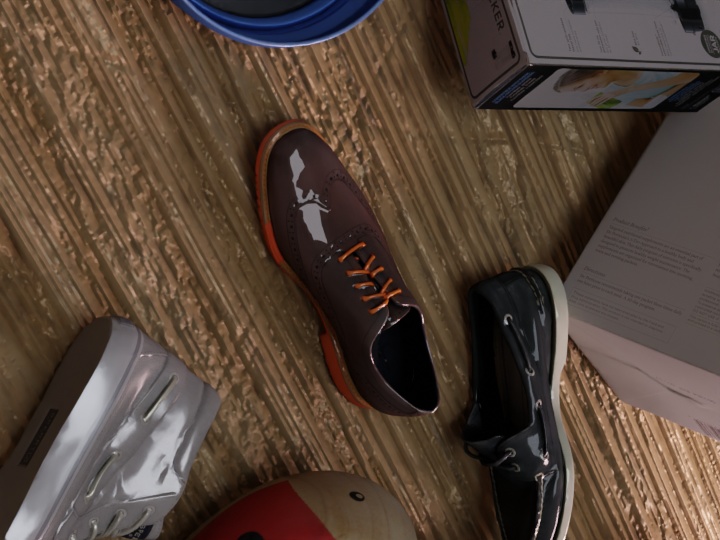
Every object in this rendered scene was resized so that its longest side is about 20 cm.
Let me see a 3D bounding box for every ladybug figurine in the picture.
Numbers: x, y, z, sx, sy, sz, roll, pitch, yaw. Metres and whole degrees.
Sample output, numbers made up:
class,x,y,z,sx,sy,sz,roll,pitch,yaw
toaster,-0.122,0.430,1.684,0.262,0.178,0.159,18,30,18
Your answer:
class,x,y,z,sx,sy,sz,roll,pitch,yaw
ladybug figurine,-0.052,0.202,0.938,0.200,0.072,0.136,-43,86,-5

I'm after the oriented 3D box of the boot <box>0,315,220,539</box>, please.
class,x,y,z,sx,sy,sz,roll,pitch,yaw
boot,-0.150,0.132,0.886,0.095,0.073,0.201,37,76,-27

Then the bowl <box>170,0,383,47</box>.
class,x,y,z,sx,sy,sz,roll,pitch,yaw
bowl,-0.051,-0.228,0.911,0.199,0.039,0.203,-8,103,-35

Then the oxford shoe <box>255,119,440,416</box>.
class,x,y,z,sx,sy,sz,roll,pitch,yaw
oxford shoe,0.000,0.000,0.970,0.071,0.072,0.201,-37,118,-23

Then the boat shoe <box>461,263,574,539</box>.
class,x,y,z,sx,sy,sz,roll,pitch,yaw
boat shoe,0.097,0.098,1.058,0.066,0.074,0.202,-3,100,-33

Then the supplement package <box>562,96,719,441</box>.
class,x,y,z,sx,sy,sz,roll,pitch,yaw
supplement package,0.274,0.005,1.080,0.201,0.190,0.147,-57,139,-12

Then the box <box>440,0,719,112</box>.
class,x,y,z,sx,sy,sz,roll,pitch,yaw
box,0.147,-0.165,1.023,0.198,0.060,0.118,-4,70,-36
